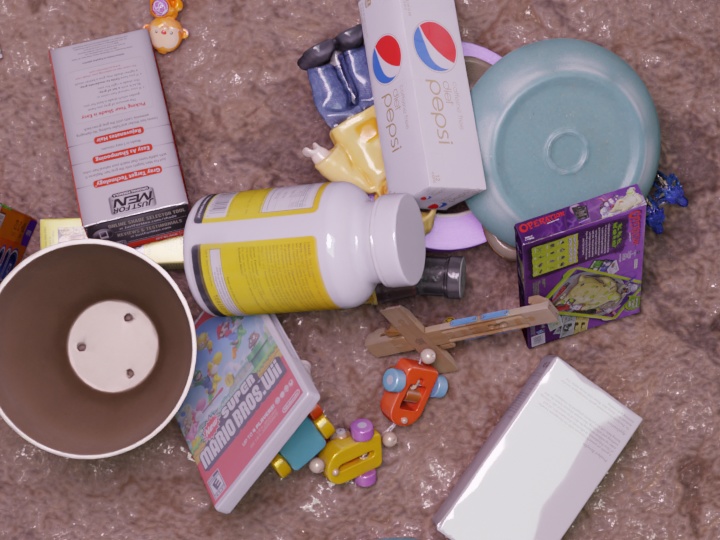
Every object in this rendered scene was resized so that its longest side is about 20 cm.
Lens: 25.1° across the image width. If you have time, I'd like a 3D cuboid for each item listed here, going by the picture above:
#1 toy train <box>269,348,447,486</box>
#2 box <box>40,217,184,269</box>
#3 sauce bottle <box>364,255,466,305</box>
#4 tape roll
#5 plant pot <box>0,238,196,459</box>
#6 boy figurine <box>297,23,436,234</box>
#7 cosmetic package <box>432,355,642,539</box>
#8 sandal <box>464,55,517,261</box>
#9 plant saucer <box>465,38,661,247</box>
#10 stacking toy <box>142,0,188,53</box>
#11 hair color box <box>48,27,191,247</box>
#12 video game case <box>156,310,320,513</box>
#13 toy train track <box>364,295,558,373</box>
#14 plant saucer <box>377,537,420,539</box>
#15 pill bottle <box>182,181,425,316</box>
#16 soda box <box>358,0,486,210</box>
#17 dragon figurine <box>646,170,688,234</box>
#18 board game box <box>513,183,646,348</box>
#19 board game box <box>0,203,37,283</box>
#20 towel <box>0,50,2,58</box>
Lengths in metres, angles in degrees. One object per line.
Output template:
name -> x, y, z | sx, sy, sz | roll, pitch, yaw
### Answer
toy train -> -0.018, 0.129, 1.542 | 0.199, 0.056, 0.151 | 7, 111, -38
box -> -0.202, -0.026, 1.553 | 0.198, 0.075, 0.051 | -3, 86, -1
sauce bottle -> 0.000, 0.000, 1.543 | 0.199, 0.066, 0.067 | 3, 88, 13
tape roll -> 0.080, -0.119, 1.572 | 0.199, 0.066, 0.202 | 0, 87, -2
plant pot -> -0.238, 0.071, 1.484 | 0.186, 0.200, 0.189 | 0, 88, -3
boy figurine -> 0.008, -0.120, 1.504 | 0.124, 0.064, 0.201 | -23, 87, -12
cosmetic package -> 0.167, 0.192, 1.554 | 0.107, 0.085, 0.200 | 37, 88, 0
sandal -> 0.128, -0.107, 1.514 | 0.080, 0.054, 0.201 | -17, 89, -3
plant saucer -> 0.185, -0.110, 1.482 | 0.198, 0.036, 0.201 | -2, 102, -9
stacking toy -> -0.183, -0.310, 1.559 | 0.115, 0.110, 0.201 | 6, 99, -5
hair color box -> -0.224, -0.122, 1.520 | 0.101, 0.061, 0.201 | -13, 62, -5
video game case -> -0.116, 0.105, 1.487 | 0.017, 0.200, 0.143 | 26, 110, -37
toy train track -> 0.095, 0.047, 1.539 | 0.199, 0.115, 0.033 | -13, 49, 31
plant saucer -> 0.038, 0.356, 1.543 | 0.198, 0.036, 0.202 | 1, 101, 3
pill bottle -> -0.048, -0.020, 1.435 | 0.199, 0.112, 0.113 | -4, 88, 21
soda box -> 0.055, -0.159, 1.463 | 0.068, 0.064, 0.201 | 1, 74, -36
dragon figurine -> 0.239, -0.127, 1.548 | 0.059, 0.099, 0.200 | -38, 109, -6
board game box -> 0.205, 0.000, 1.513 | 0.119, 0.200, 0.032 | -14, 59, -1
board game box -> -0.439, -0.001, 1.478 | 0.199, 0.200, 0.201 | 24, 87, -1
towel -> -0.447, -0.276, 1.572 | 0.148, 0.031, 0.201 | -18, 89, -4
